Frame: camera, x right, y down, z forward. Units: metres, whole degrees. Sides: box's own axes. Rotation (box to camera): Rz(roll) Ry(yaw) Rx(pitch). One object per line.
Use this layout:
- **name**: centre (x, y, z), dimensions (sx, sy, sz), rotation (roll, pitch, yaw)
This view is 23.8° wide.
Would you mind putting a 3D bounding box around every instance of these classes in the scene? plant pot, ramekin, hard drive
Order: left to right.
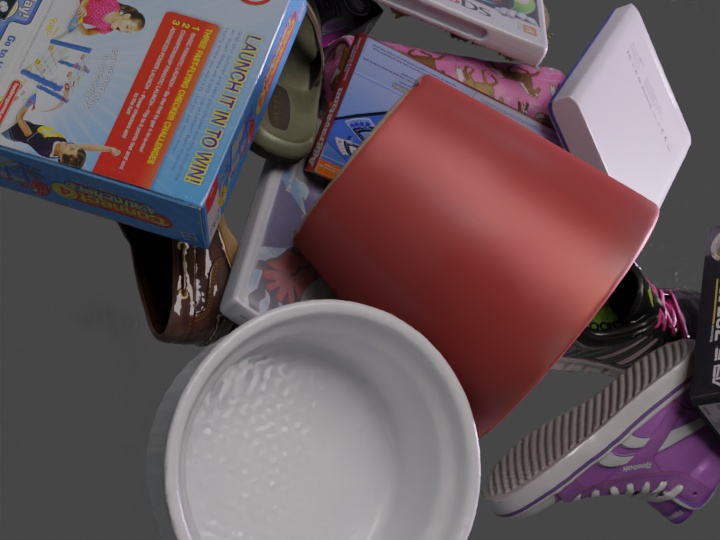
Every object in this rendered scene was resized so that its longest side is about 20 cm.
- **ramekin**: centre (-0.035, 0.121, 1.044), dimensions (0.199, 0.098, 0.202), rotation (2, 85, -21)
- **plant pot**: centre (0.066, -0.019, 1.115), dimensions (0.177, 0.201, 0.201), rotation (39, 51, 1)
- **hard drive**: centre (0.207, -0.114, 1.336), dimensions (0.132, 0.025, 0.200), rotation (64, 32, -17)

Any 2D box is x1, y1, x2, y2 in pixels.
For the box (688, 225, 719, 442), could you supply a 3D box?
- **box**: centre (0.310, 0.084, 1.258), dimensions (0.200, 0.049, 0.162), rotation (48, 44, -36)

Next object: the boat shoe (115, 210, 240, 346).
- **boat shoe**: centre (-0.132, -0.044, 1.152), dimensions (0.070, 0.070, 0.201), rotation (-4, 63, -36)

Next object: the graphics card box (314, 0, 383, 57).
- **graphics card box**: centre (-0.091, -0.188, 1.279), dimensions (0.126, 0.051, 0.200), rotation (48, 50, 7)

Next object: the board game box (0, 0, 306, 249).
- **board game box**: centre (-0.156, -0.135, 1.097), dimensions (0.195, 0.056, 0.201), rotation (17, 64, 7)

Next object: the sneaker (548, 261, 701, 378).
- **sneaker**: centre (0.204, 0.034, 1.269), dimensions (0.199, 0.087, 0.074), rotation (3, 59, -26)

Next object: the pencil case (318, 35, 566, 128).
- **pencil case**: centre (0.062, -0.127, 1.291), dimensions (0.199, 0.087, 0.083), rotation (5, 43, -28)

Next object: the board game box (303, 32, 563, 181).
- **board game box**: centre (0.060, -0.084, 1.231), dimensions (0.199, 0.019, 0.103), rotation (22, 87, -32)

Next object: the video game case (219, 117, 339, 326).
- **video game case**: centre (0.000, 0.000, 1.187), dimensions (0.182, 0.023, 0.201), rotation (34, 43, -21)

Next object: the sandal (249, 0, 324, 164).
- **sandal**: centre (-0.054, -0.161, 1.206), dimensions (0.079, 0.057, 0.202), rotation (10, 48, -22)

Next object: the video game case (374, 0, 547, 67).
- **video game case**: centre (0.055, -0.247, 1.307), dimensions (0.181, 0.023, 0.200), rotation (21, 36, -14)

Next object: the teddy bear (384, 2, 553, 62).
- **teddy bear**: centre (0.063, -0.222, 1.360), dimensions (0.199, 0.067, 0.145), rotation (22, 33, -9)

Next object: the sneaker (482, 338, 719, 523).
- **sneaker**: centre (0.186, 0.145, 1.202), dimensions (0.200, 0.073, 0.115), rotation (-30, 104, -19)
